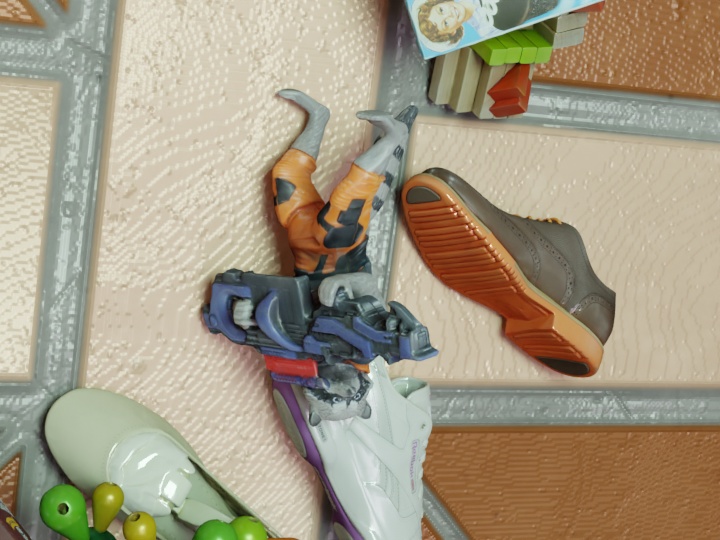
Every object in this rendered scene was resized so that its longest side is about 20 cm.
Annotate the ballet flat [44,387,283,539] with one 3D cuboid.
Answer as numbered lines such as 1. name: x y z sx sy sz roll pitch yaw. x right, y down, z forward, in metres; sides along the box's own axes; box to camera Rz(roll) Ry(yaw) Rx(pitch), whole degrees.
1. ballet flat: -0.110 0.143 1.029 0.070 0.069 0.200 -50 119 -7

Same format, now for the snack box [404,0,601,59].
1. snack box: 0.061 -0.237 0.962 0.115 0.037 0.202 -18 108 2

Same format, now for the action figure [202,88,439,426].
1. action figure: 0.000 0.000 0.985 0.104 0.199 0.196 -4 104 -42

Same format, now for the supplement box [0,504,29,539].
1. supplement box: -0.285 0.154 0.847 0.197 0.133 0.200 -39 80 -13

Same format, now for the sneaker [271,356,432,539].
1. sneaker: 0.020 0.130 1.085 0.099 0.075 0.202 -30 114 -15

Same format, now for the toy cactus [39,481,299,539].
1. toy cactus: -0.122 0.201 0.990 0.199 0.103 0.165 26 136 -31

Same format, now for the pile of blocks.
1. pile of blocks: 0.117 -0.174 1.031 0.082 0.062 0.201 18 112 -40

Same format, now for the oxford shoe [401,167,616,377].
1. oxford shoe: 0.101 -0.012 1.105 0.200 0.071 0.073 45 62 -33
